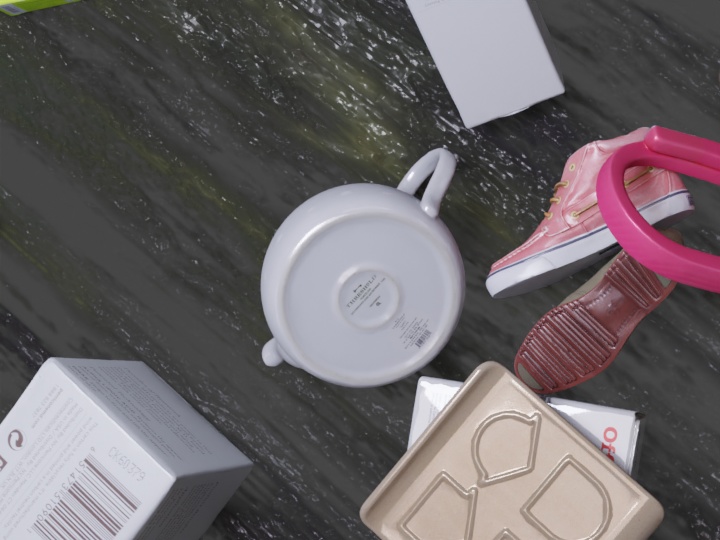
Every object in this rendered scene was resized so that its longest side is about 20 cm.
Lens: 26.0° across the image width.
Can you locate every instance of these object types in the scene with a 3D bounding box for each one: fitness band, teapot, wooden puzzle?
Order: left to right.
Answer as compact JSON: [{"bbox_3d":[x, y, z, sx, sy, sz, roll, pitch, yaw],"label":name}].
[{"bbox_3d":[0.000,0.000,1.432,0.200,0.146,0.198,-8,109,-4],"label":"teapot"},{"bbox_3d":[0.129,0.206,1.334,0.200,0.046,0.185,41,99,11],"label":"wooden puzzle"},{"bbox_3d":[0.293,-0.048,1.338,0.200,0.037,0.144,13,54,-20],"label":"fitness band"}]

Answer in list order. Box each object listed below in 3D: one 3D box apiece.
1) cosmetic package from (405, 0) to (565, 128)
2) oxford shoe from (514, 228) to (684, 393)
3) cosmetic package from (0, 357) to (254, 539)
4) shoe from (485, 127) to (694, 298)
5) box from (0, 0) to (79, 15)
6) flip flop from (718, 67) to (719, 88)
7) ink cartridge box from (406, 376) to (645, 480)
[{"bbox_3d":[0.102,-0.236,1.395,0.101,0.200,0.074,-18,36,14],"label":"cosmetic package"},{"bbox_3d":[0.220,0.038,1.399,0.070,0.075,0.200,49,119,3],"label":"oxford shoe"},{"bbox_3d":[-0.235,0.194,1.450,0.165,0.200,0.165,41,97,15],"label":"cosmetic package"},{"bbox_3d":[0.193,-0.052,1.412,0.200,0.071,0.091,-26,77,8],"label":"shoe"},{"bbox_3d":[-0.326,-0.374,1.611,0.122,0.048,0.200,-8,84,16],"label":"box"},{"bbox_3d":[0.388,-0.116,1.361,0.081,0.058,0.200,-32,77,12],"label":"flip flop"},{"bbox_3d":[0.146,0.181,1.395,0.200,0.084,0.145,9,88,18],"label":"ink cartridge box"}]
